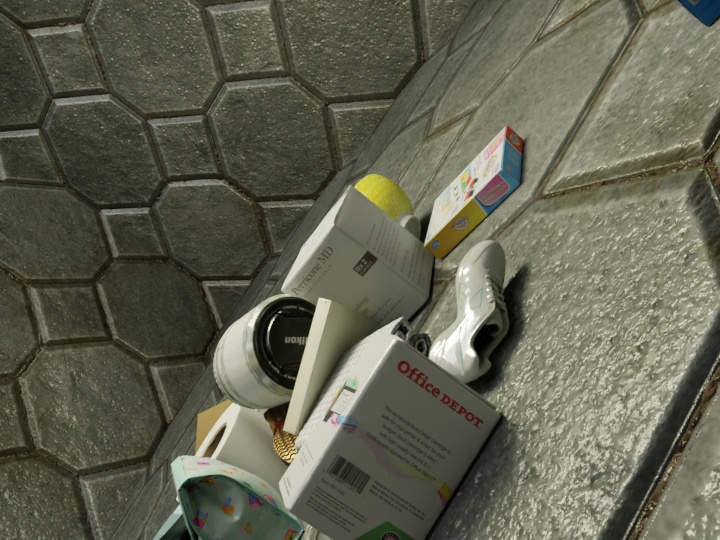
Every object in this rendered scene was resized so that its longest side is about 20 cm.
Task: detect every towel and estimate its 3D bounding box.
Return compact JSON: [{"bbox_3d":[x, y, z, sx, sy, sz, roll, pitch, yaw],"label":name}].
[{"bbox_3d":[0.010,0.182,0.986,0.165,0.085,0.202,-34,23,56],"label":"towel"}]

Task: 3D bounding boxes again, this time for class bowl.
[{"bbox_3d":[0.054,-0.079,1.376,0.106,0.201,0.202,17,65,32],"label":"bowl"}]

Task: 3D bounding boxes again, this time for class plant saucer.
[{"bbox_3d":[-0.407,0.568,1.639,0.201,0.039,0.201,-47,4,4],"label":"plant saucer"}]

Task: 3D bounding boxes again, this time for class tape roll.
[{"bbox_3d":[-0.217,0.357,1.262,0.204,0.138,0.203,-52,13,17],"label":"tape roll"}]

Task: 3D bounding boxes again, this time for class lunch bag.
[{"bbox_3d":[-0.202,0.359,1.059,0.123,0.199,0.170,-56,13,-12],"label":"lunch bag"}]

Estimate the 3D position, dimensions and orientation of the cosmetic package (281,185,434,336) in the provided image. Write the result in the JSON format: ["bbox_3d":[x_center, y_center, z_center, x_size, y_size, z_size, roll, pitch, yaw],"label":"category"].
[{"bbox_3d":[0.000,0.000,1.207,0.165,0.199,0.166,-48,12,28],"label":"cosmetic package"}]

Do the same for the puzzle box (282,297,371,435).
[{"bbox_3d":[-0.048,0.155,1.078,0.025,0.133,0.204,11,81,31],"label":"puzzle box"}]

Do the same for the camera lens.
[{"bbox_3d":[-0.144,0.139,1.157,0.199,0.159,0.162,-32,25,53],"label":"camera lens"}]

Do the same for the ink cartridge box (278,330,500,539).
[{"bbox_3d":[0.029,0.187,0.736,0.202,0.144,0.084,-56,12,-5],"label":"ink cartridge box"}]

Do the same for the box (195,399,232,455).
[{"bbox_3d":[-0.309,0.363,1.638,0.161,0.022,0.200,-26,24,0],"label":"box"}]

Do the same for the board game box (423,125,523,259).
[{"bbox_3d":[0.192,-0.132,1.192,0.200,0.040,0.154,-46,15,37],"label":"board game box"}]

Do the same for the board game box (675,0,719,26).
[{"bbox_3d":[0.463,-0.421,0.867,0.200,0.055,0.197,-49,14,30],"label":"board game box"}]

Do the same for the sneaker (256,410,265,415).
[{"bbox_3d":[-0.180,0.278,1.508,0.099,0.070,0.201,-42,12,52],"label":"sneaker"}]

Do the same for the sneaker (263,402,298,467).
[{"bbox_3d":[-0.101,0.283,1.159,0.074,0.091,0.200,-34,20,-6],"label":"sneaker"}]

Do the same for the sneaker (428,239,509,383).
[{"bbox_3d":[0.150,0.049,0.846,0.080,0.070,0.203,-21,41,53],"label":"sneaker"}]
